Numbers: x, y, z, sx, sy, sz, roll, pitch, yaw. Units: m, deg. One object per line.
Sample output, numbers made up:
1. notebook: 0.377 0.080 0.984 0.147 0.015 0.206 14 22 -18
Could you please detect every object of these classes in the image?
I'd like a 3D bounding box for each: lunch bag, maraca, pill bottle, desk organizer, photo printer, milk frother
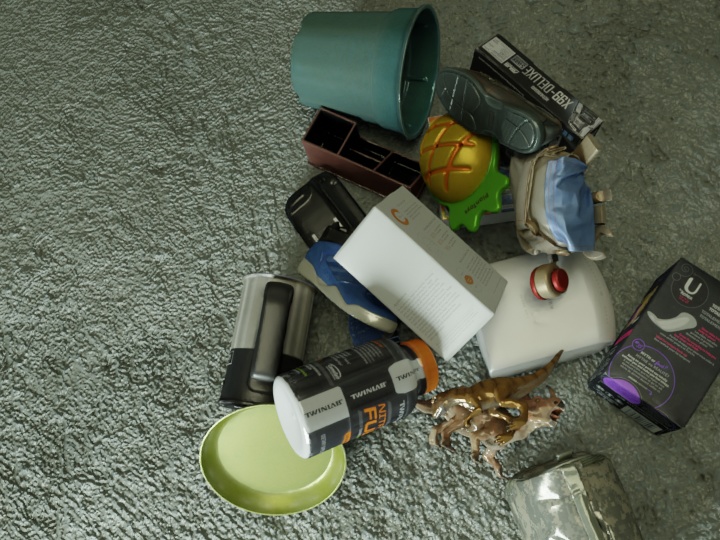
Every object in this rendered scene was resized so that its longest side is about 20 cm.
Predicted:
1. lunch bag: 0.276 0.330 0.878 0.138 0.168 0.202 -18 71 1
2. maraca: 0.150 -0.148 1.026 0.137 0.106 0.201 -44 48 36
3. pill bottle: 0.000 0.149 0.886 0.198 0.106 0.107 -18 69 -23
4. desk organizer: 0.010 -0.179 1.125 0.199 0.077 0.072 26 76 14
5. photo printer: 0.259 0.055 1.022 0.198 0.070 0.168 -14 71 2
6. milk frother: -0.083 0.115 1.015 0.198 0.180 0.190 16 72 -23

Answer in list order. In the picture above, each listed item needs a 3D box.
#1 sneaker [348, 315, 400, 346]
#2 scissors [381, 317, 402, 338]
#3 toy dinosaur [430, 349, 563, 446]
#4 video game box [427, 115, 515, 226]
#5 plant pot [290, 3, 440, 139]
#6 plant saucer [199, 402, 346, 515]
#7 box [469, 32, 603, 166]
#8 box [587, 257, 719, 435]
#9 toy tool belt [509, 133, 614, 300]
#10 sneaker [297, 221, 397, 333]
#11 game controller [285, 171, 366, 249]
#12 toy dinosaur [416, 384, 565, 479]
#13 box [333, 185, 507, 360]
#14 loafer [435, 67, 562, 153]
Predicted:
1. sneaker: 0.027 0.124 1.034 0.069 0.078 0.201 -12 50 5
2. scissors: 0.067 0.046 1.038 0.199 0.014 0.073 -36 70 -30
3. toy dinosaur: 0.189 0.160 0.917 0.198 0.061 0.107 -16 51 1
4. video game box: 0.214 -0.167 1.115 0.198 0.047 0.184 -8 69 4
5. plant pot: 0.006 -0.325 1.124 0.194 0.200 0.202 13 74 19
6. plant saucer: -0.118 0.252 0.965 0.198 0.202 0.031 -9 29 3
7. box: 0.235 -0.218 1.020 0.050 0.158 0.200 -37 72 -19
8. box: 0.422 0.106 0.967 0.122 0.106 0.200 36 79 14
9. toy tool belt: 0.270 -0.067 0.926 0.122 0.124 0.202 -11 86 48
10. sneaker: -0.001 0.000 1.017 0.200 0.077 0.112 37 96 42
11. game controller: -0.037 -0.062 1.119 0.104 0.042 0.201 -40 71 8
12. toy dinosaur: 0.169 0.197 0.980 0.198 0.086 0.136 21 76 16
13. box: 0.083 -0.001 0.938 0.200 0.124 0.098 43 117 2
14. loafer: 0.185 -0.220 0.963 0.063 0.072 0.200 -20 47 -31
